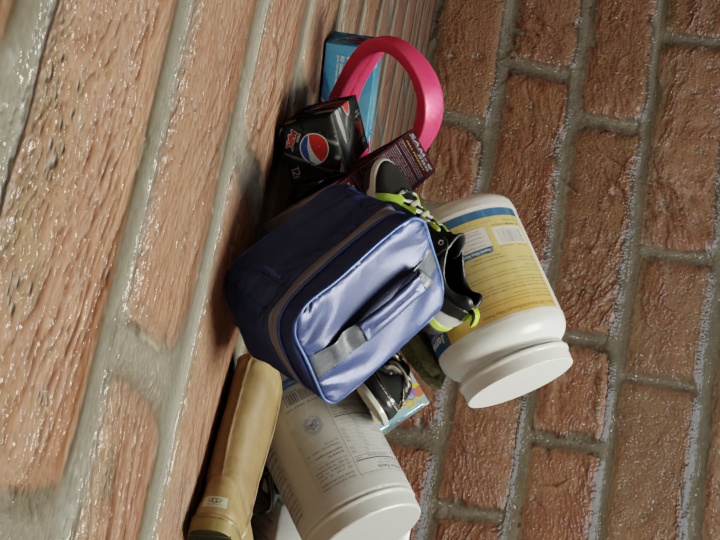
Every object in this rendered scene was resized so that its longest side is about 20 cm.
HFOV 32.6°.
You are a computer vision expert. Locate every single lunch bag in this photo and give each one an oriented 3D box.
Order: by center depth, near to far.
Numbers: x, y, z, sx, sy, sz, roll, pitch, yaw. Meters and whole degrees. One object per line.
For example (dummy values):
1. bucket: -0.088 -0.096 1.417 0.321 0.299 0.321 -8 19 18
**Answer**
1. lunch bag: -0.011 0.020 1.168 0.200 0.132 0.136 -41 135 -21

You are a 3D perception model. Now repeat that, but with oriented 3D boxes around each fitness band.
1. fitness band: 0.029 -0.190 1.462 0.037 0.144 0.200 -23 160 -34

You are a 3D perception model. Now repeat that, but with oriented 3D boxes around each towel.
1. towel: 0.050 0.031 1.401 0.200 0.036 0.148 58 21 -6

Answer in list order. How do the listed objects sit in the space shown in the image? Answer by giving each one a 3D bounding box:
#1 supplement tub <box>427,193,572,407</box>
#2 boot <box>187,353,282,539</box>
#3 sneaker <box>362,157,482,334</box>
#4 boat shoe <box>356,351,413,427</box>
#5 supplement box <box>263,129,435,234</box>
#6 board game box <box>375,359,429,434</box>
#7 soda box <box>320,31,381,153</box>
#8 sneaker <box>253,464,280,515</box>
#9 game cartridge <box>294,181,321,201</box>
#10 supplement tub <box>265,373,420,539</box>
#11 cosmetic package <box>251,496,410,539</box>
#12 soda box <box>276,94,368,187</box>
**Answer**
1. supplement tub: 0.135 0.033 1.341 0.145 0.144 0.200 86 -17 -69
2. boot: -0.118 0.215 1.252 0.175 0.066 0.200 94 6 -49
3. sneaker: 0.073 -0.032 1.263 0.072 0.083 0.200 -10 76 -56
4. boat shoe: 0.028 0.122 1.354 0.074 0.060 0.200 60 1 0
5. supplement box: -0.008 -0.081 1.355 0.061 0.109 0.200 59 36 -8
6. board game box: -0.015 0.172 1.545 0.103 0.105 0.200 59 -29 9
7. soda box: -0.018 -0.203 1.600 0.064 0.068 0.201 -68 167 -64
8. sneaker: -0.092 0.222 1.440 0.200 0.085 0.078 -66 165 -68
9. game cartridge: -0.070 -0.026 1.542 0.200 0.038 0.130 85 19 -69
10. supplement tub: -0.034 0.206 1.339 0.132 0.132 0.200 91 -26 -58
11. cosmetic package: -0.051 0.379 1.496 0.166 0.167 0.201 171 -72 -75
12. soda box: -0.039 -0.150 1.382 0.200 0.063 0.071 -65 141 -74
